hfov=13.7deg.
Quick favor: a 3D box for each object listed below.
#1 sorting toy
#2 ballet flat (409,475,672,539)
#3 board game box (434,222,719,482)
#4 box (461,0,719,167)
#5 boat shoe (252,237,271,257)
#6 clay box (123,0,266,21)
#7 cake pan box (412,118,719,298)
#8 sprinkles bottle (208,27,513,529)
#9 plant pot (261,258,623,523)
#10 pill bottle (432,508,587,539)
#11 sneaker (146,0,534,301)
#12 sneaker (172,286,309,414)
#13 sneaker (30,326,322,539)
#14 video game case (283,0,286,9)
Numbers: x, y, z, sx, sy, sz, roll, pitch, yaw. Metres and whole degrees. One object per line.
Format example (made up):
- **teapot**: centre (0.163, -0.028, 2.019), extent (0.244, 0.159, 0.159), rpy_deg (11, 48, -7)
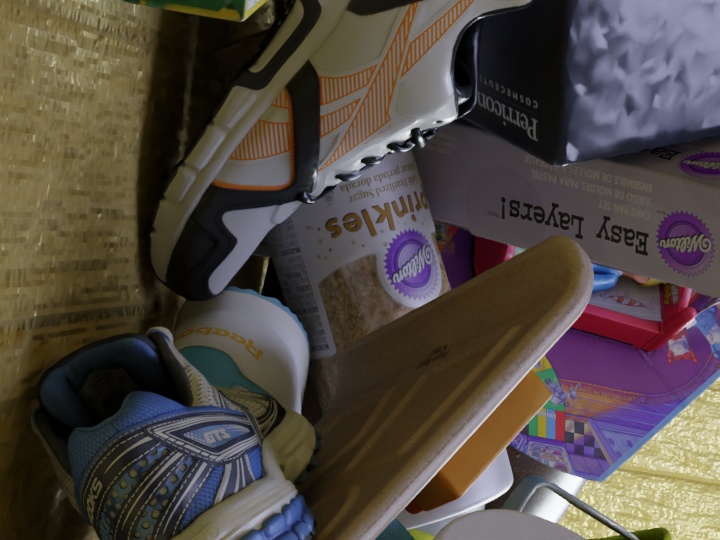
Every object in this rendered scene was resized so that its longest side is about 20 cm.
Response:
- **sorting toy**: centre (-0.013, 0.086, 1.005), extent (0.200, 0.036, 0.185), rpy_deg (-51, -170, -29)
- **ballet flat**: centre (0.053, 0.118, 1.291), extent (0.067, 0.200, 0.067), rpy_deg (25, -81, 63)
- **board game box**: centre (0.102, -0.010, 1.293), extent (0.200, 0.158, 0.039), rpy_deg (-36, 177, -41)
- **box**: centre (0.069, -0.168, 1.165), extent (0.200, 0.123, 0.199), rpy_deg (32, -52, 52)
- **boat shoe**: centre (-0.013, -0.048, 1.290), extent (0.200, 0.072, 0.071), rpy_deg (-33, 136, -78)
- **clay box**: centre (-0.036, -0.162, 1.055), extent (0.200, 0.047, 0.115), rpy_deg (-61, 159, -74)
- **cake pan box**: centre (0.117, -0.058, 1.225), extent (0.184, 0.200, 0.052), rpy_deg (-31, 127, -45)
- **sprinkles bottle**: centre (0.000, 0.000, 1.170), extent (0.068, 0.068, 0.200), rpy_deg (-39, 112, -80)
- **plant pot**: centre (0.017, 0.095, 1.386), extent (0.187, 0.187, 0.200), rpy_deg (-44, 155, -79)
- **pill bottle**: centre (0.018, 0.179, 0.979), extent (0.200, 0.119, 0.120), rpy_deg (-58, -174, 32)
- **sneaker**: centre (-0.008, -0.058, 1.084), extent (0.200, 0.080, 0.074), rpy_deg (-54, -177, 28)
- **sneaker**: centre (-0.058, 0.110, 1.160), extent (0.081, 0.076, 0.200), rpy_deg (-61, 152, -57)
- **sneaker**: centre (-0.063, 0.053, 0.972), extent (0.077, 0.085, 0.200), rpy_deg (-39, -171, -2)
- **video game case**: centre (-0.007, -0.199, 1.362), extent (0.182, 0.023, 0.200), rpy_deg (88, 12, -56)
